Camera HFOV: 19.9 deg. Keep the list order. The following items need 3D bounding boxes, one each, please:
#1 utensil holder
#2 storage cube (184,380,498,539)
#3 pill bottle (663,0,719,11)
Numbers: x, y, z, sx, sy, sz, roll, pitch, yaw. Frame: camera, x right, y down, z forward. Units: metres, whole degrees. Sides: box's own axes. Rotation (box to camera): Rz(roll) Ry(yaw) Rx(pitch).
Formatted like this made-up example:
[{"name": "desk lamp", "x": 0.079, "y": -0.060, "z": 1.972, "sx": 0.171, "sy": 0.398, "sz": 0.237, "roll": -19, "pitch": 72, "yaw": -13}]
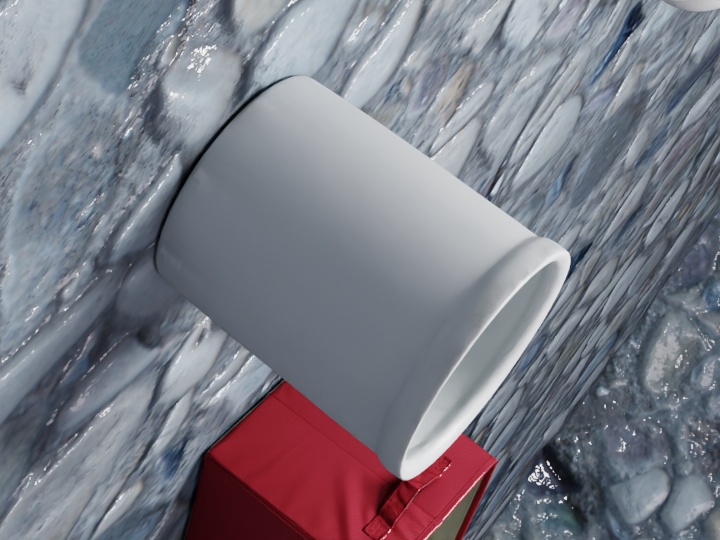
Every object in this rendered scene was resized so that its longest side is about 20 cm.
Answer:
[{"name": "utensil holder", "x": 0.000, "y": 0.000, "z": 1.256, "sx": 0.170, "sy": 0.200, "sz": 0.170, "roll": -48, "pitch": 164, "yaw": -18}, {"name": "storage cube", "x": -0.020, "y": 0.196, "z": 1.694, "sx": 0.171, "sy": 0.179, "sz": 0.201, "roll": -43, "pitch": 162, "yaw": -34}, {"name": "pill bottle", "x": 0.294, "y": -0.276, "z": 1.720, "sx": 0.112, "sy": 0.111, "sz": 0.200, "roll": -60, "pitch": 165, "yaw": 25}]
